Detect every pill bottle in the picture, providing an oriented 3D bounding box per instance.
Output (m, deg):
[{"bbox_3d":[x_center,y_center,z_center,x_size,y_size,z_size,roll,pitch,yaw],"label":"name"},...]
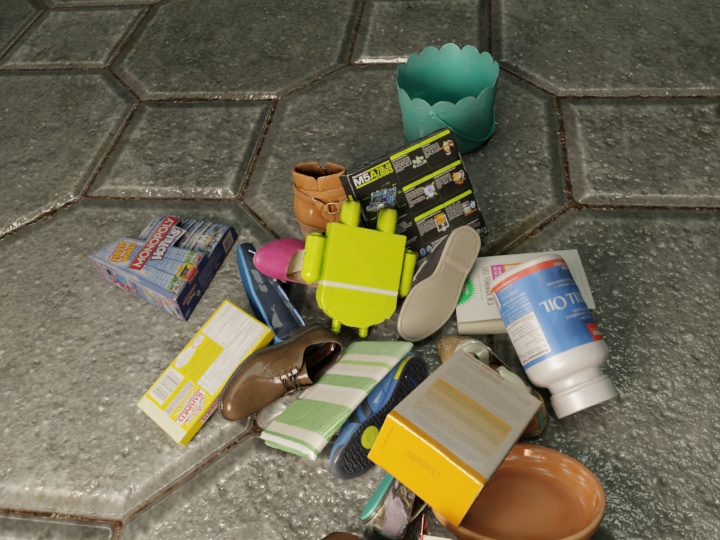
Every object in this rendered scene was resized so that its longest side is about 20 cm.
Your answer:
[{"bbox_3d":[0.262,0.089,0.878,0.112,0.112,0.201,-18,72,-9],"label":"pill bottle"}]

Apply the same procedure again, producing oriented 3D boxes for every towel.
[{"bbox_3d":[-0.032,0.167,0.879,0.200,0.023,0.152,-43,17,-28],"label":"towel"}]

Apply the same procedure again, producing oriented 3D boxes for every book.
[{"bbox_3d":[0.245,0.032,1.009,0.198,0.048,0.134,-6,47,7],"label":"book"}]

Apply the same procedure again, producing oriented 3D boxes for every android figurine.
[{"bbox_3d":[0.000,0.000,0.986,0.181,0.202,0.041,7,1,-21],"label":"android figurine"}]

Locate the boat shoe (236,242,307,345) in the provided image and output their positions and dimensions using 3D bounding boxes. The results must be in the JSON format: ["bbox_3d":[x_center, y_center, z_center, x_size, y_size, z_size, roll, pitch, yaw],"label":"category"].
[{"bbox_3d":[-0.141,0.038,1.039,0.068,0.084,0.201,-18,65,-19],"label":"boat shoe"}]

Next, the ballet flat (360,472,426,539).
[{"bbox_3d":[0.068,0.250,0.823,0.072,0.072,0.201,15,44,20],"label":"ballet flat"}]

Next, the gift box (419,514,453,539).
[{"bbox_3d":[0.116,0.360,0.628,0.185,0.201,0.185,4,44,12],"label":"gift box"}]

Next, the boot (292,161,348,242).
[{"bbox_3d":[-0.016,-0.111,1.088,0.198,0.156,0.077,7,44,14],"label":"boot"}]

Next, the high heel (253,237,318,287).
[{"bbox_3d":[-0.068,0.002,0.999,0.096,0.199,0.068,30,98,37],"label":"high heel"}]

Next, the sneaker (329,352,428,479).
[{"bbox_3d":[0.013,0.191,0.888,0.078,0.066,0.200,5,49,48],"label":"sneaker"}]

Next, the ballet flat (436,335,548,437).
[{"bbox_3d":[0.181,0.141,0.900,0.070,0.066,0.200,-33,52,-23],"label":"ballet flat"}]

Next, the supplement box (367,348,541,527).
[{"bbox_3d":[0.116,0.187,0.771,0.126,0.074,0.200,33,31,21],"label":"supplement box"}]

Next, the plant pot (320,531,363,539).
[{"bbox_3d":[-0.050,0.376,0.663,0.186,0.188,0.200,20,39,23],"label":"plant pot"}]

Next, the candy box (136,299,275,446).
[{"bbox_3d":[-0.223,0.143,0.947,0.102,0.026,0.200,30,72,29],"label":"candy box"}]

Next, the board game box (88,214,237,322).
[{"bbox_3d":[-0.345,-0.025,1.120,0.198,0.062,0.201,11,51,15],"label":"board game box"}]

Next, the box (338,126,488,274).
[{"bbox_3d":[0.090,-0.103,1.054,0.199,0.194,0.047,-28,13,-17],"label":"box"}]

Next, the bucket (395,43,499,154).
[{"bbox_3d":[0.171,-0.331,1.277,0.205,0.135,0.208,-4,48,5],"label":"bucket"}]

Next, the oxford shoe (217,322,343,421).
[{"bbox_3d":[-0.110,0.144,0.914,0.200,0.073,0.084,-36,27,-20],"label":"oxford shoe"}]

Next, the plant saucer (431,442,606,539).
[{"bbox_3d":[0.178,0.266,0.756,0.198,0.038,0.200,-4,16,1],"label":"plant saucer"}]

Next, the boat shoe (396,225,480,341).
[{"bbox_3d":[0.115,0.022,1.003,0.072,0.063,0.201,35,77,-13],"label":"boat shoe"}]
